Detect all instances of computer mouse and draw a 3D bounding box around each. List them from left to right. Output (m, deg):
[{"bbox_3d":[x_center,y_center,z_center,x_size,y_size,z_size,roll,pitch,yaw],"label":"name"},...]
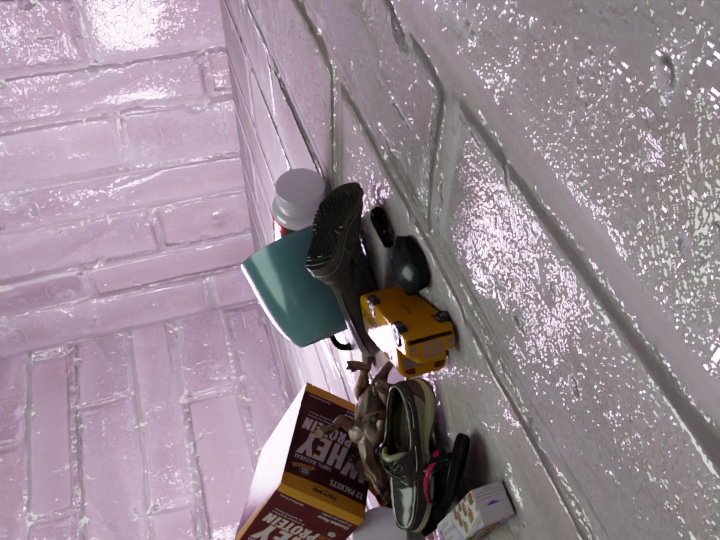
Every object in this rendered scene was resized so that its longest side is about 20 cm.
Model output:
[{"bbox_3d":[0.041,-0.032,0.903,0.200,0.034,0.059,-122,23,-58],"label":"computer mouse"}]

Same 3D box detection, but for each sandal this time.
[{"bbox_3d":[-0.029,0.121,1.297,0.201,0.057,0.080,-124,25,-59],"label":"sandal"},{"bbox_3d":[0.097,0.256,0.836,0.201,0.045,0.075,93,-159,-55],"label":"sandal"}]

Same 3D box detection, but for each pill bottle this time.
[{"bbox_3d":[-0.118,-0.096,1.349,0.201,0.113,0.114,93,160,-52],"label":"pill bottle"},{"bbox_3d":[0.051,0.432,1.028,0.201,0.111,0.112,70,177,-48],"label":"pill bottle"}]

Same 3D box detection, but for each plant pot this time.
[{"bbox_3d":[-0.071,0.029,1.112,0.162,0.199,0.201,66,166,6],"label":"plant pot"}]

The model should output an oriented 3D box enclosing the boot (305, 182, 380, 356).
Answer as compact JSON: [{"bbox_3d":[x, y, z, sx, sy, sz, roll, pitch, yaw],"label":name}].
[{"bbox_3d":[-0.002,-0.001,0.996,0.200,0.072,0.183,51,-133,-41],"label":"boot"}]

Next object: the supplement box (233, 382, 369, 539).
[{"bbox_3d":[-0.083,0.328,1.061,0.198,0.132,0.201,-57,12,33],"label":"supplement box"}]

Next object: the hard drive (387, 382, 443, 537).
[{"bbox_3d":[0.075,0.275,1.023,0.200,0.042,0.136,-118,20,-48],"label":"hard drive"}]

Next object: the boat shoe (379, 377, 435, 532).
[{"bbox_3d":[0.056,0.244,0.905,0.072,0.066,0.203,-1,84,52],"label":"boat shoe"}]

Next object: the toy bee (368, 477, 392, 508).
[{"bbox_3d":[0.026,0.348,1.147,0.131,0.108,0.200,55,180,-19],"label":"toy bee"}]

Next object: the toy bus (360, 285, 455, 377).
[{"bbox_3d":[0.056,0.073,0.863,0.200,0.065,0.079,-136,36,-68],"label":"toy bus"}]

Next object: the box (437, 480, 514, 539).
[{"bbox_3d":[0.131,0.294,0.804,0.200,0.041,0.039,101,153,-59],"label":"box"}]

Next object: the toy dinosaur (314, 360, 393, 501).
[{"bbox_3d":[0.019,0.211,0.980,0.136,0.085,0.201,52,-128,-50],"label":"toy dinosaur"}]
